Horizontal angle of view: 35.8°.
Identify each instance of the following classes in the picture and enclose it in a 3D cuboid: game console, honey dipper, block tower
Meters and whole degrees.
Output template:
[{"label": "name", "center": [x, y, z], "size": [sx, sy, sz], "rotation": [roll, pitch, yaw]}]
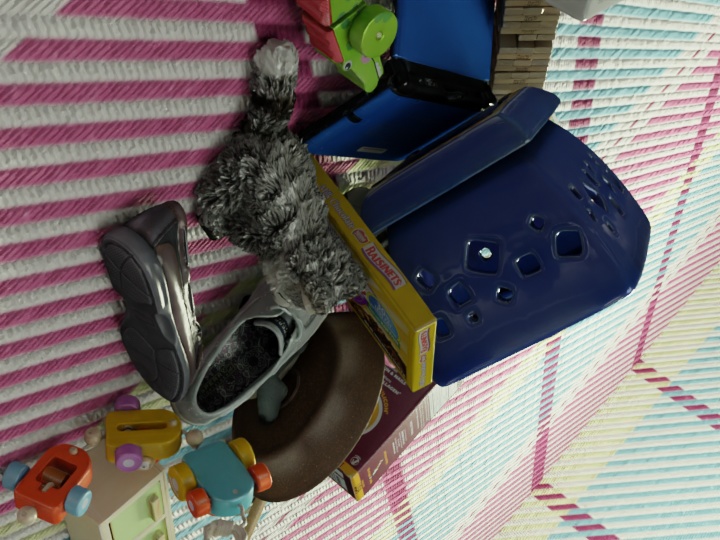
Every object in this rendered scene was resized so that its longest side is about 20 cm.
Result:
[{"label": "game console", "center": [0.036, -0.187, 0.978], "size": [0.170, 0.119, 0.200], "rotation": [-29, 168, 27]}, {"label": "honey dipper", "center": [-0.095, 0.214, 1.112], "size": [0.201, 0.038, 0.038], "rotation": [-65, 157, 2]}, {"label": "block tower", "center": [0.153, -0.236, 1.038], "size": [0.200, 0.054, 0.058], "rotation": [88, 1, -68]}]

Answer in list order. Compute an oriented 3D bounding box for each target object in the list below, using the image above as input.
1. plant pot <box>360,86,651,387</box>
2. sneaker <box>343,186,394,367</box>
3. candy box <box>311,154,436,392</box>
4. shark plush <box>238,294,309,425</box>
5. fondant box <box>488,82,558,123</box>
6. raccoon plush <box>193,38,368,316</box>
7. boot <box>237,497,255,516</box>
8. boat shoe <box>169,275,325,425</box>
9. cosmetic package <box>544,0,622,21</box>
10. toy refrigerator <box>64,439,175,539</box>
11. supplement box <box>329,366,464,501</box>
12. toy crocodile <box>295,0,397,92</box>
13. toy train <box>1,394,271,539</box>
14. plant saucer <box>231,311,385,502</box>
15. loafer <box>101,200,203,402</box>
[{"label": "plant pot", "center": [0.123, -0.043, 0.983], "size": [0.199, 0.180, 0.200], "rotation": [-29, -174, 25]}, {"label": "sneaker", "center": [0.004, 0.001, 1.117], "size": [0.079, 0.095, 0.201], "rotation": [-27, 124, -22]}, {"label": "candy box", "center": [0.000, 0.000, 0.942], "size": [0.026, 0.200, 0.102], "rotation": [-26, 149, -18]}, {"label": "shark plush", "center": [-0.085, 0.055, 1.033], "size": [0.200, 0.091, 0.083], "rotation": [-49, 127, 2]}, {"label": "fondant box", "center": [0.126, -0.116, 1.205], "size": [0.200, 0.058, 0.144], "rotation": [-53, 158, 1]}, {"label": "raccoon plush", "center": [-0.050, -0.055, 0.843], "size": [0.097, 0.134, 0.201], "rotation": [-36, 152, -32]}, {"label": "boot", "center": [-0.077, 0.149, 1.170], "size": [0.200, 0.072, 0.182], "rotation": [-54, 171, 16]}, {"label": "boat shoe", "center": [-0.082, 0.060, 0.980], "size": [0.201, 0.070, 0.071], "rotation": [-47, -166, -21]}, {"label": "cosmetic package", "center": [0.178, -0.333, 0.853], "size": [0.165, 0.165, 0.201], "rotation": [-32, 150, -42]}, {"label": "toy refrigerator", "center": [-0.218, 0.237, 1.021], "size": [0.076, 0.070, 0.200], "rotation": [-39, 153, -30]}, {"label": "supplement box", "center": [0.019, 0.154, 1.311], "size": [0.200, 0.110, 0.086], "rotation": [-46, 156, -19]}, {"label": "toy crocodile", "center": [-0.020, -0.198, 0.789], "size": [0.062, 0.067, 0.200], "rotation": [-41, 153, -14]}, {"label": "toy train", "center": [-0.175, 0.179, 0.898], "size": [0.150, 0.199, 0.056], "rotation": [-64, 167, -50]}, {"label": "plant saucer", "center": [-0.061, 0.119, 1.056], "size": [0.037, 0.200, 0.201], "rotation": [37, 89, -32]}, {"label": "loafer", "center": [-0.148, 0.028, 0.864], "size": [0.063, 0.072, 0.200], "rotation": [-45, 154, -30]}]
